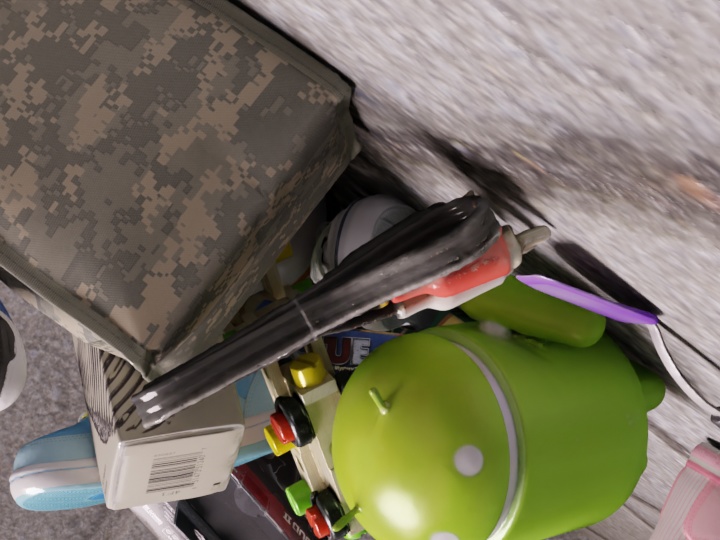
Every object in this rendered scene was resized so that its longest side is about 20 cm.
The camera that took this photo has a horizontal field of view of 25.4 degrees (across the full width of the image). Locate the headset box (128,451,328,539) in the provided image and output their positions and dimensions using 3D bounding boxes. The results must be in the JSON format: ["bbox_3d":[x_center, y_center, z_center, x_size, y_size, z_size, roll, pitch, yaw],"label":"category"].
[{"bbox_3d":[-0.090,0.129,1.082,0.149,0.077,0.201,49,-160,-18],"label":"headset box"}]

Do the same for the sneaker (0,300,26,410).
[{"bbox_3d":[-0.209,0.015,0.780,0.077,0.076,0.199,16,-171,-44],"label":"sneaker"}]

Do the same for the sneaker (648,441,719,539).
[{"bbox_3d":[0.250,0.199,0.984,0.200,0.105,0.075,37,173,-24],"label":"sneaker"}]

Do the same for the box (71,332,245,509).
[{"bbox_3d":[-0.119,0.018,0.854,0.082,0.068,0.202,110,147,-53],"label":"box"}]

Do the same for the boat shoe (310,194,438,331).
[{"bbox_3d":[0.000,0.000,0.950,0.066,0.074,0.200,14,169,15],"label":"boat shoe"}]

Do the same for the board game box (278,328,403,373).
[{"bbox_3d":[0.051,0.070,1.029,0.197,0.035,0.136,6,169,9],"label":"board game box"}]

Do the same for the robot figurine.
[{"bbox_3d":[0.069,0.084,0.826,0.198,0.178,0.115,-5,-155,-41],"label":"robot figurine"}]

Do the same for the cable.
[{"bbox_3d":[-0.004,0.023,0.703,0.051,0.199,0.097,58,167,-7],"label":"cable"}]

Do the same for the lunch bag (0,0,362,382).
[{"bbox_3d":[-0.126,-0.064,0.761,0.199,0.165,0.118,36,172,9],"label":"lunch bag"}]

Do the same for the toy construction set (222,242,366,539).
[{"bbox_3d":[-0.027,0.076,0.906,0.201,0.092,0.131,55,172,-28],"label":"toy construction set"}]

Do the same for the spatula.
[{"bbox_3d":[0.157,0.053,0.743,0.199,0.021,0.056,37,173,-9],"label":"spatula"}]

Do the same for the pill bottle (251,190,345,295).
[{"bbox_3d":[-0.065,-0.021,1.044,0.112,0.113,0.200,34,175,21],"label":"pill bottle"}]

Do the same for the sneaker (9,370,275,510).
[{"bbox_3d":[-0.132,0.061,0.921,0.079,0.132,0.199,-21,172,36],"label":"sneaker"}]

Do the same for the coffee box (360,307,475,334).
[{"bbox_3d":[-0.019,0.038,1.201,0.199,0.124,0.044,36,-172,16],"label":"coffee box"}]
